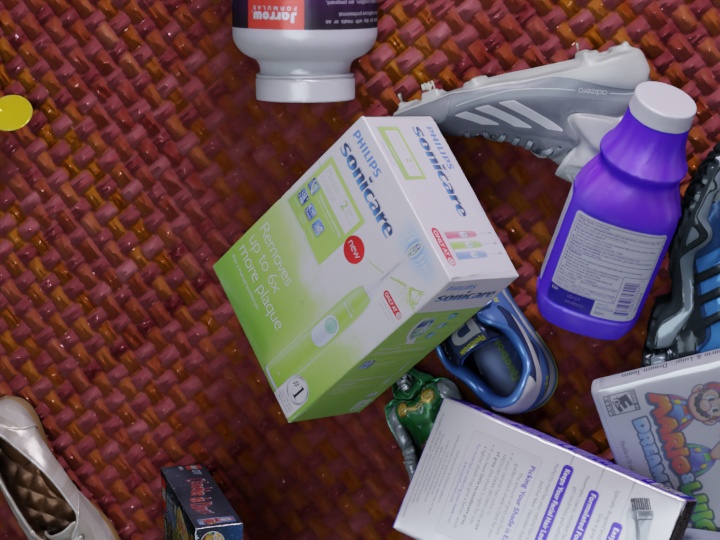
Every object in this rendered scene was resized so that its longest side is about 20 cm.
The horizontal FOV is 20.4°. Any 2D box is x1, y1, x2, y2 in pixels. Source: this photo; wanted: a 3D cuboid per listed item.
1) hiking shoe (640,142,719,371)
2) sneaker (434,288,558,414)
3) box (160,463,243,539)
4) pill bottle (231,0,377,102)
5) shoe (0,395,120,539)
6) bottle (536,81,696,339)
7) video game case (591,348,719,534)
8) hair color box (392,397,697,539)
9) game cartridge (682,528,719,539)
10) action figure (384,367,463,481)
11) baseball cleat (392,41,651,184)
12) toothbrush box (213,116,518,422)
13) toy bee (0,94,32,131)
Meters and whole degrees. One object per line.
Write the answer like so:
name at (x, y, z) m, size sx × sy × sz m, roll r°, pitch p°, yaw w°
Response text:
hiking shoe at (0.272, -0.001, 1.498) m, size 0.086 × 0.074 × 0.201 m, roll 14°, pitch 112°, yaw 5°
sneaker at (0.078, 0.027, 1.540) m, size 0.074 × 0.082 × 0.200 m, roll -40°, pitch 86°, yaw 18°
box at (-0.123, 0.241, 1.566) m, size 0.037 × 0.200 × 0.138 m, roll -5°, pitch 98°, yaw -12°
pill bottle at (-0.042, -0.230, 1.514) m, size 0.112 × 0.112 × 0.201 m, roll 2°, pitch 99°, yaw 14°
shoe at (-0.263, 0.200, 1.668) m, size 0.070 × 0.053 × 0.201 m, roll -32°, pitch 90°, yaw 17°
bottle at (0.193, -0.044, 1.474) m, size 0.083 × 0.065 × 0.201 m, roll 15°, pitch 125°, yaw -2°
video game case at (0.289, 0.150, 1.507) m, size 0.181 × 0.024 × 0.201 m, roll -15°, pitch 112°, yaw 16°
hair color box at (0.138, 0.182, 1.494) m, size 0.199 × 0.065 × 0.110 m, roll 23°, pitch 92°, yaw 20°
game cartridge at (0.260, 0.262, 1.533) m, size 0.199 × 0.041 × 0.134 m, roll 6°, pitch 114°, yaw 12°
action figure at (0.075, 0.157, 1.578) m, size 0.118 × 0.055 × 0.201 m, roll -31°, pitch 86°, yaw 20°
baseball cleat at (0.126, -0.107, 1.513) m, size 0.199 × 0.070 × 0.107 m, roll -13°, pitch 95°, yaw 17°
toothbrush box at (0.000, 0.000, 1.503) m, size 0.200 × 0.086 × 0.146 m, roll -41°, pitch 66°, yaw 35°
toy bee at (-0.321, -0.157, 1.615) m, size 0.131 × 0.109 × 0.200 m, roll 33°, pitch 130°, yaw -1°
